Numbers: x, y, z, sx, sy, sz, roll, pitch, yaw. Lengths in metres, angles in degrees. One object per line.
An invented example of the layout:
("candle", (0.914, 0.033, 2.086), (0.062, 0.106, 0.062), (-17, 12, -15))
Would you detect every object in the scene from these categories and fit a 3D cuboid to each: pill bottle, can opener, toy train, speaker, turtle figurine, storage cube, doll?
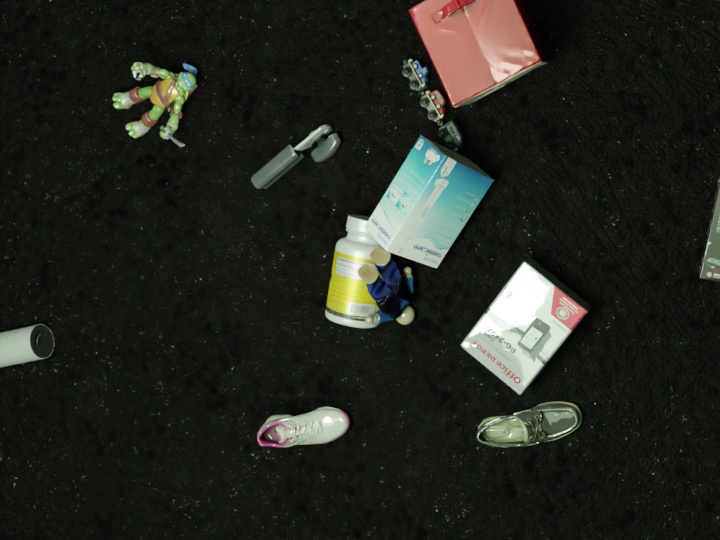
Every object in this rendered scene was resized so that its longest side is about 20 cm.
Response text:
("pill bottle", (0.000, 0.000, 1.639), (0.110, 0.111, 0.203), (13, 100, 18))
("can opener", (-0.126, -0.216, 1.693), (0.199, 0.053, 0.067), (-37, 82, 21))
("toy train", (0.138, -0.312, 1.596), (0.045, 0.034, 0.202), (-31, 85, 17))
("speaker", (-0.808, 0.178, 1.972), (0.197, 0.081, 0.082), (-12, 92, 20))
("turtle figurine", (-0.431, -0.338, 1.730), (0.192, 0.144, 0.202), (-18, 46, 38))
("storage cube", (0.210, -0.404, 1.477), (0.169, 0.200, 0.182), (-25, 94, 20))
("doll", (0.053, 0.044, 1.593), (0.048, 0.200, 0.137), (28, 74, 35))

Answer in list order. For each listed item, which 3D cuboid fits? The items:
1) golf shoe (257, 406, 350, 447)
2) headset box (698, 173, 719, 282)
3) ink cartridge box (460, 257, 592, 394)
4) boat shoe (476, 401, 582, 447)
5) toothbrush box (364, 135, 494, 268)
("golf shoe", (-0.118, 0.326, 1.729), (0.197, 0.091, 0.076), (-14, 90, 19))
("headset box", (0.654, -0.074, 1.409), (0.147, 0.077, 0.203), (13, 102, 19))
("ink cartridge box", (0.299, 0.102, 1.554), (0.145, 0.083, 0.201), (39, 107, 12))
("boat shoe", (0.309, 0.293, 1.580), (0.198, 0.066, 0.073), (-15, 90, 21))
("toothbrush box", (0.124, -0.121, 1.553), (0.085, 0.145, 0.201), (46, 112, 43))
